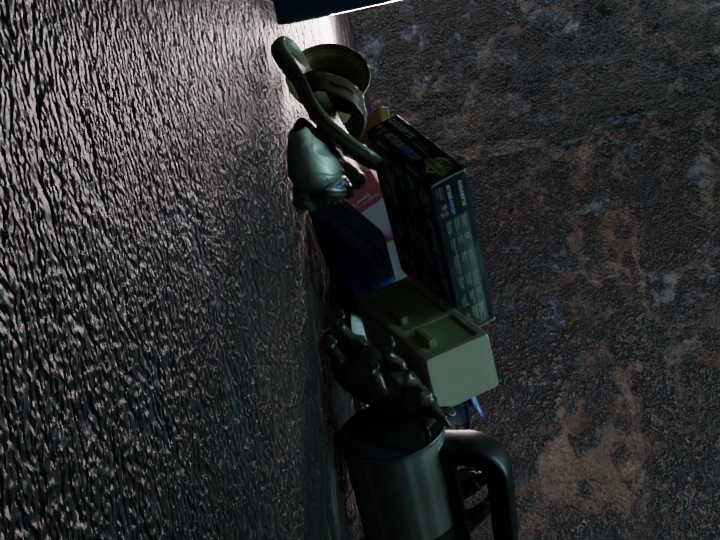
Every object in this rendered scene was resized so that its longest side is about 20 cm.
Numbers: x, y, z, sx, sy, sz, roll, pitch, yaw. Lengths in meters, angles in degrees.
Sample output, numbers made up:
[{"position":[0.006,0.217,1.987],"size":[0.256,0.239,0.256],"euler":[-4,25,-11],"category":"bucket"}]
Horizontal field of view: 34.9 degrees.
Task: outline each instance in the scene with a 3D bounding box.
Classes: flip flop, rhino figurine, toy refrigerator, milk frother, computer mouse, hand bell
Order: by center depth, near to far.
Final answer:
[{"position":[0.031,0.114,1.166],"size":[0.199,0.060,0.088],"euler":[29,-27,49],"category":"rhino figurine"},{"position":[0.076,0.222,1.248],"size":[0.201,0.177,0.191],"euler":[-103,-179,-66],"category":"milk frother"},{"position":[-0.031,-0.191,1.255],"size":[0.201,0.057,0.081],"euler":[58,10,27],"category":"flip flop"},{"position":[0.069,0.073,1.258],"size":[0.200,0.075,0.071],"euler":[-139,-149,-62],"category":"toy refrigerator"},{"position":[-0.005,0.084,1.392],"size":[0.200,0.043,0.112],"euler":[55,23,-79],"category":"computer mouse"},{"position":[-0.039,-0.180,1.457],"size":[0.201,0.102,0.105],"euler":[91,-8,-57],"category":"hand bell"}]

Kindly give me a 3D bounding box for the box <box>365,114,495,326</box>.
[{"position":[0.077,-0.052,1.271],"size":[0.159,0.045,0.202],"euler":[47,-22,53],"category":"box"}]

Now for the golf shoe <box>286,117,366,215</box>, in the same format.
[{"position":[-0.043,-0.125,1.272],"size":[0.200,0.077,0.099],"euler":[-79,151,-81],"category":"golf shoe"}]

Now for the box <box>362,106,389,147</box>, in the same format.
[{"position":[0.013,-0.120,1.714],"size":[0.163,0.021,0.203],"euler":[-29,-112,56],"category":"box"}]

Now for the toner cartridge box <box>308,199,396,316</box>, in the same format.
[{"position":[0.000,0.000,1.397],"size":[0.095,0.043,0.201],"euler":[41,-18,31],"category":"toner cartridge box"}]

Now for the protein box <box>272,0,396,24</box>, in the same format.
[{"position":[-0.025,-0.428,1.432],"size":[0.135,0.195,0.203],"euler":[-82,161,-76],"category":"protein box"}]

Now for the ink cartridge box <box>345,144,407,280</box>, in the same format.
[{"position":[0.036,-0.049,1.463],"size":[0.201,0.067,0.117],"euler":[54,9,-20],"category":"ink cartridge box"}]

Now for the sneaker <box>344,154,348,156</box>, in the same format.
[{"position":[-0.008,-0.073,1.543],"size":[0.066,0.077,0.203],"euler":[75,7,-59],"category":"sneaker"}]

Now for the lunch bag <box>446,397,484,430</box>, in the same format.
[{"position":[0.103,0.168,1.689],"size":[0.171,0.125,0.202],"euler":[-108,-159,-44],"category":"lunch bag"}]

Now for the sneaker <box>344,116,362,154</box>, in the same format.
[{"position":[-0.027,-0.167,1.676],"size":[0.090,0.069,0.204],"euler":[-164,-116,-82],"category":"sneaker"}]
